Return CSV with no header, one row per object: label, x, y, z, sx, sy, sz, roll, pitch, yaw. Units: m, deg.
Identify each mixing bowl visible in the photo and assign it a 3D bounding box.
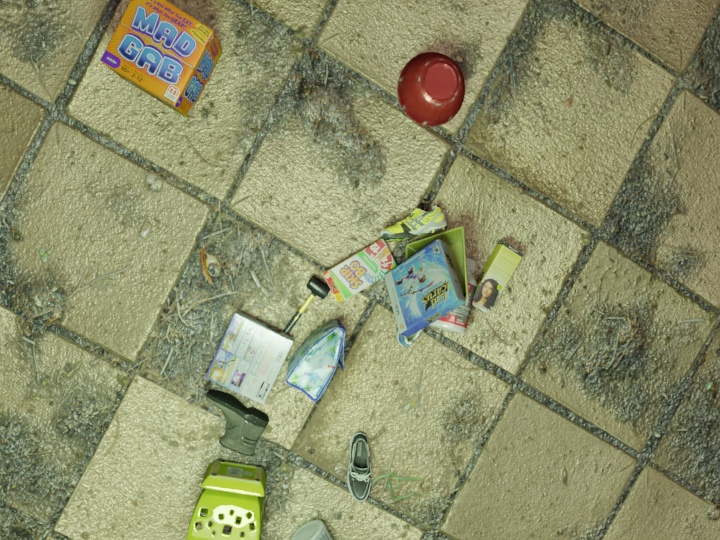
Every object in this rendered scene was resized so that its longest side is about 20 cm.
mixing bowl,0.205,-0.501,1.652,0.195,0.108,0.205,-1,96,-8

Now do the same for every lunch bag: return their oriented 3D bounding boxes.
lunch bag,-0.107,0.229,1.647,0.126,0.170,0.202,32,89,-8

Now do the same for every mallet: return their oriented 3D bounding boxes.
mallet,-0.170,0.104,1.698,0.066,0.041,0.200,43,93,-9

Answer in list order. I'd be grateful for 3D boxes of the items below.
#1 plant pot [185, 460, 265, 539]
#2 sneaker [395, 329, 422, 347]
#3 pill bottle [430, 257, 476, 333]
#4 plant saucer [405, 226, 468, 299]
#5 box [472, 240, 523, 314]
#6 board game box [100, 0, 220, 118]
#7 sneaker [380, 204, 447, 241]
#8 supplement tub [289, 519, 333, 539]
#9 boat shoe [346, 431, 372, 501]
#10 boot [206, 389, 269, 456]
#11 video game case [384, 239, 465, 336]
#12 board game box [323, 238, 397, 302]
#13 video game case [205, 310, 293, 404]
plant pot,-0.351,0.631,1.645,0.194,0.200,0.186,11,88,-7
sneaker,0.167,0.127,1.717,0.074,0.077,0.204,22,89,-7
pill bottle,0.263,0.066,1.701,0.108,0.111,0.205,15,85,-8
plant saucer,0.215,0.005,1.655,0.047,0.197,0.205,21,62,-44
box,0.384,0.020,1.747,0.074,0.050,0.203,28,91,-9
board game box,-0.487,-0.535,1.519,0.197,0.200,0.203,29,92,-9
sneaker,0.144,-0.130,1.701,0.196,0.075,0.078,-13,89,-16
supplement tub,-0.111,0.827,1.723,0.121,0.123,0.203,-29,98,-3
boat shoe,0.001,0.570,1.741,0.072,0.068,0.205,4,95,-7
boot,-0.362,0.430,1.690,0.197,0.068,0.132,30,97,-7
video game case,0.165,0.048,1.612,0.199,0.045,0.184,-35,55,30
board game box,0.000,0.000,1.701,0.197,0.030,0.097,-30,98,-9
video game case,-0.305,0.240,1.680,0.178,0.045,0.203,26,97,-8
